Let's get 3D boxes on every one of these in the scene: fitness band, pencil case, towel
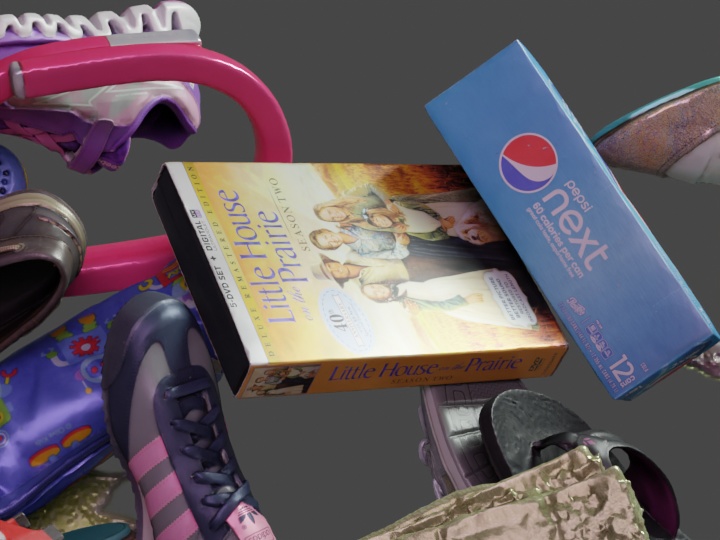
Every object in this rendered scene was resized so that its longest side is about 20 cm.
[{"bbox_3d":[-0.136,-0.057,0.965,0.199,0.144,0.037,-9,28,-16],"label":"fitness band"},{"bbox_3d":[-0.146,0.067,0.942,0.199,0.078,0.087,-32,39,-14],"label":"pencil case"},{"bbox_3d":[0.086,0.194,0.814,0.148,0.037,0.201,-20,70,-2],"label":"towel"}]

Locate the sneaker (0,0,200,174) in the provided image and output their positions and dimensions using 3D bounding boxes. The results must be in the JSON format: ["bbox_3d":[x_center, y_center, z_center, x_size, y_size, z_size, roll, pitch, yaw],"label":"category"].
[{"bbox_3d":[-0.171,-0.096,0.994,0.199,0.080,0.089,-12,82,-33],"label":"sneaker"}]

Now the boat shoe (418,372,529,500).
[{"bbox_3d":[0.075,0.135,0.937,0.074,0.065,0.203,-9,67,-38],"label":"boat shoe"}]

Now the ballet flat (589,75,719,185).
[{"bbox_3d":[0.234,-0.090,1.041,0.199,0.068,0.068,-25,77,-11],"label":"ballet flat"}]

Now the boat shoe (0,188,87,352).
[{"bbox_3d":[-0.233,0.031,0.916,0.200,0.073,0.075,-37,112,6],"label":"boat shoe"}]

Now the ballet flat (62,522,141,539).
[{"bbox_3d":[-0.206,0.186,0.910,0.199,0.069,0.063,-14,97,-7],"label":"ballet flat"}]

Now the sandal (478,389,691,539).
[{"bbox_3d":[0.145,0.128,0.914,0.200,0.048,0.075,43,39,-11],"label":"sandal"}]

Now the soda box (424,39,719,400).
[{"bbox_3d":[0.121,-0.027,0.988,0.068,0.064,0.201,-34,78,11],"label":"soda box"}]

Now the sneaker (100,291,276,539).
[{"bbox_3d":[-0.076,0.109,0.882,0.070,0.082,0.201,-23,111,-43],"label":"sneaker"}]

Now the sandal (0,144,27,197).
[{"bbox_3d":[-0.277,-0.017,0.968,0.199,0.087,0.080,-30,69,-18],"label":"sandal"}]

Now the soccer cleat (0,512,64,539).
[{"bbox_3d":[-0.221,0.141,0.849,0.199,0.069,0.085,16,41,40],"label":"soccer cleat"}]

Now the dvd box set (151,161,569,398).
[{"bbox_3d":[0.000,0.000,0.946,0.199,0.029,0.147,-1,48,-31],"label":"dvd box set"}]
